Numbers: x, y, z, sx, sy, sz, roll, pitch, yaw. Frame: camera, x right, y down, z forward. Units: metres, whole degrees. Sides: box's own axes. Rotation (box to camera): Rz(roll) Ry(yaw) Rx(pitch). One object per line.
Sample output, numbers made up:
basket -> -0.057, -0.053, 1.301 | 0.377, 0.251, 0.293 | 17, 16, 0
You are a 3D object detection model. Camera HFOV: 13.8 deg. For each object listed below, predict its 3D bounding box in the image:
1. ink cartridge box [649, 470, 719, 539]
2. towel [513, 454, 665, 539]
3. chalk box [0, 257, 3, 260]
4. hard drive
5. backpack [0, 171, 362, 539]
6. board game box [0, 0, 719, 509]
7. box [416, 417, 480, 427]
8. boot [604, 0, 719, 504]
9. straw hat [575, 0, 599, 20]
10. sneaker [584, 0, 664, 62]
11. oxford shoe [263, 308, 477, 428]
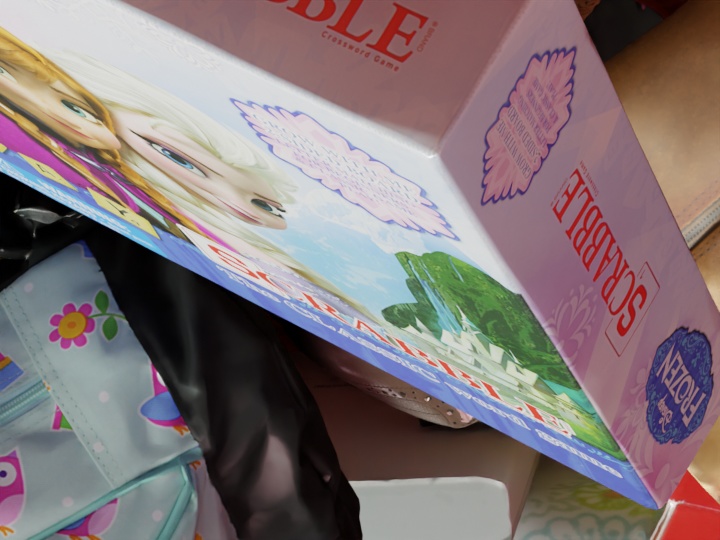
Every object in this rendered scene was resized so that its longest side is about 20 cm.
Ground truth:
ink cartridge box -> 0.134, 0.006, 0.789 | 0.116, 0.200, 0.067 | 14, -163, -28
towel -> 0.042, 0.082, 1.037 | 0.171, 0.048, 0.200 | -4, -170, 11
chalk box -> -0.174, -0.004, 0.855 | 0.124, 0.125, 0.200 | -9, 156, 23
hard drive -> -0.006, 0.057, 0.987 | 0.132, 0.026, 0.200 | -3, -170, 9
backpack -> -0.103, 0.078, 0.756 | 0.200, 0.127, 0.167 | -31, 149, -6
board game box -> -0.032, -0.039, 0.593 | 0.200, 0.041, 0.200 | 26, 168, 25
box -> 0.118, 0.011, 0.942 | 0.200, 0.050, 0.075 | -5, -171, 16
boot -> 0.146, -0.014, 0.685 | 0.200, 0.188, 0.068 | -46, 180, 20
straw hat -> 0.007, -0.087, 0.636 | 0.201, 0.085, 0.201 | -4, 138, -3
sneaker -> 0.081, -0.012, 0.859 | 0.086, 0.080, 0.200 | 20, 150, 54
oxford shoe -> 0.000, 0.000, 0.826 | 0.071, 0.073, 0.200 | -36, -169, 4
